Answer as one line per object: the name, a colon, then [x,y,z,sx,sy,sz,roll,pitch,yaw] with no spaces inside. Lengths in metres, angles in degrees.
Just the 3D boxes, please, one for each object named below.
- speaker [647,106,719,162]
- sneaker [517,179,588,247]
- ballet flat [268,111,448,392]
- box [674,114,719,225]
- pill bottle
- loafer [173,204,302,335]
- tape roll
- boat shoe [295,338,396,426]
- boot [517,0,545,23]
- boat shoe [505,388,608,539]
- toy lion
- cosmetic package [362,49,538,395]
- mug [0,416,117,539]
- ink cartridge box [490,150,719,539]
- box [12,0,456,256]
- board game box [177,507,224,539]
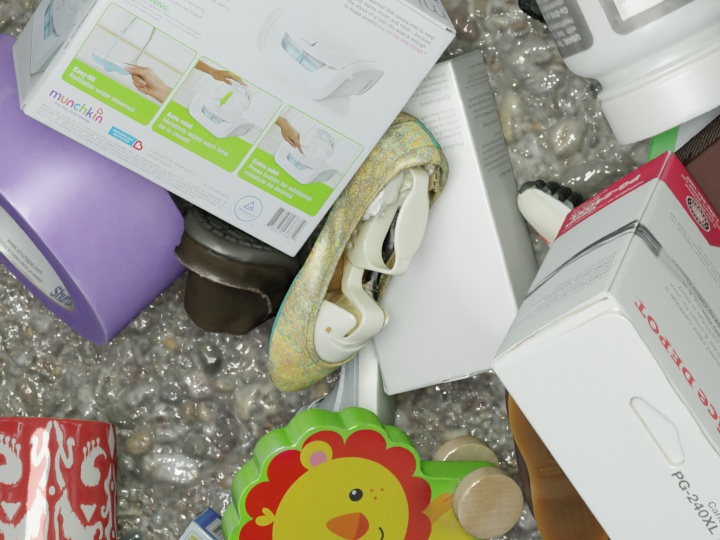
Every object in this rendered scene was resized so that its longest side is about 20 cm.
speaker: [0.280,-0.052,1.258,0.198,0.088,0.089,11,103,15]
sneaker: [0.158,0.033,1.316,0.200,0.070,0.093,45,103,2]
ballet flat: [0.000,0.000,1.269,0.070,0.071,0.201,27,107,10]
box: [0.227,-0.035,1.195,0.100,0.075,0.200,45,118,-5]
pill bottle: [0.152,-0.183,1.180,0.113,0.114,0.201,-23,97,19]
loafer: [-0.079,0.011,1.311,0.073,0.200,0.072,29,87,12]
tape roll: [-0.205,-0.052,1.336,0.200,0.200,0.085,45,75,5]
boat shoe: [-0.017,0.126,1.385,0.071,0.070,0.203,7,105,9]
boot: [0.125,-0.237,1.274,0.210,0.079,0.159,26,106,10]
boat shoe: [0.125,0.091,1.285,0.070,0.071,0.201,-4,132,0]
toy lion: [0.002,0.186,1.337,0.190,0.069,0.202,1,111,-16]
cosmetic package: [0.048,-0.032,1.330,0.107,0.085,0.202,-12,97,19]
mug: [-0.247,0.205,1.407,0.176,0.133,0.202,4,81,-14]
ink cartridge box: [0.160,0.046,1.099,0.083,0.200,0.146,-30,102,29]
box: [-0.077,-0.136,1.208,0.199,0.097,0.177,27,109,-27]
board game box: [-0.096,0.310,1.456,0.200,0.043,0.199,41,108,6]
